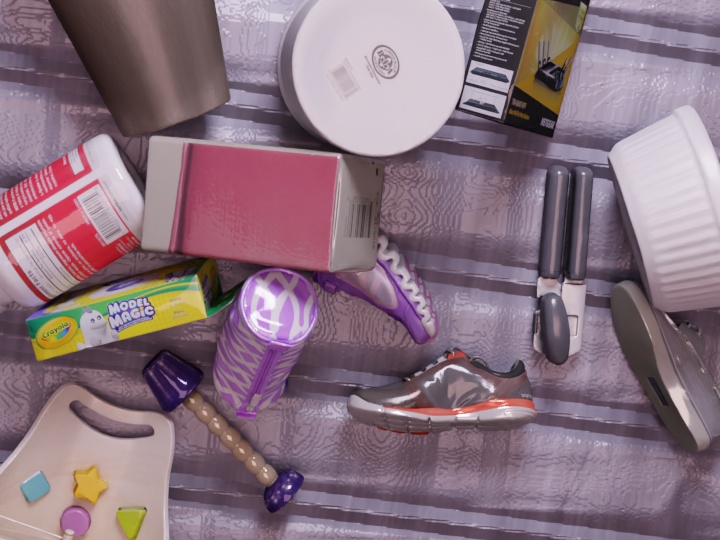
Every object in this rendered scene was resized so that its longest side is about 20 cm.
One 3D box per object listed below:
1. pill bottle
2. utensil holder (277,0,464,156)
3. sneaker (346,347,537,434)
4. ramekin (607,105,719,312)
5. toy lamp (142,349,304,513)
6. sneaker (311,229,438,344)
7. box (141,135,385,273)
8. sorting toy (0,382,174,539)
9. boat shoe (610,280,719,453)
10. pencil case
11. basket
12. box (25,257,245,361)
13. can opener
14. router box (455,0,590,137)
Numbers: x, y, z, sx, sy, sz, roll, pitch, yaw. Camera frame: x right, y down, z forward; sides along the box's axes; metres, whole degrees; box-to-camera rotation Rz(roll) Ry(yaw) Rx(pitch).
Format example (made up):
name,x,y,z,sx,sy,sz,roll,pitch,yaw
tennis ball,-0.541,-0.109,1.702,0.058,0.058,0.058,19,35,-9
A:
name,x,y,z,sx,sy,sz,roll,pitch,yaw
pill bottle,-0.302,-0.037,1.335,0.199,0.112,0.113,-31,100,0
utensil holder,0.008,-0.194,1.297,0.167,0.200,0.172,-1,98,-6
sneaker,0.083,0.124,1.431,0.197,0.077,0.083,1,72,-7
ramekin,0.310,-0.053,1.357,0.093,0.202,0.205,-16,100,9
toy lamp,-0.143,0.162,1.409,0.058,0.058,0.200,-45,100,2
sneaker,0.000,0.000,1.392,0.088,0.081,0.201,-38,94,6
box,-0.091,-0.063,1.304,0.198,0.128,0.111,7,94,21
sorting toy,-0.273,0.216,1.389,0.198,0.107,0.182,21,89,-8
boat shoe,0.330,0.091,1.446,0.071,0.070,0.202,-31,101,-18
pencil case,-0.096,0.073,1.333,0.083,0.200,0.086,12,61,-7
basket,-0.206,-0.241,1.307,0.178,0.136,0.202,-19,104,-1
box,-0.214,0.032,1.340,0.197,0.117,0.049,-13,100,4
can opener,0.212,-0.005,1.413,0.053,0.067,0.203,2,99,-7
router box,0.160,-0.215,1.310,0.052,0.200,0.159,17,98,19
